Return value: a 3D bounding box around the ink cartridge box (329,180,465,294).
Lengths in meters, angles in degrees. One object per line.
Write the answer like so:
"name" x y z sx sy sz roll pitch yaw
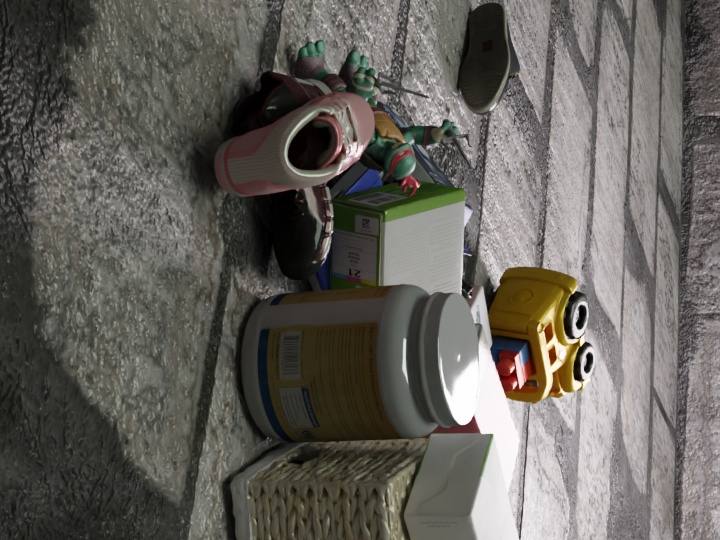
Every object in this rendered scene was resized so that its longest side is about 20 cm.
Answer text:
"ink cartridge box" 0.039 0.016 1.527 0.147 0.075 0.202 -17 114 -49

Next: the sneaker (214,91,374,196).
"sneaker" -0.031 -0.119 1.313 0.199 0.104 0.076 -27 102 -44

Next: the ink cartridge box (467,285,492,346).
"ink cartridge box" 0.117 0.070 1.869 0.200 0.044 0.178 -58 140 -57

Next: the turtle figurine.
"turtle figurine" 0.019 -0.157 1.463 0.200 0.101 0.149 48 9 36

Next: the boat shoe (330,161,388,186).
"boat shoe" 0.006 -0.104 1.585 0.070 0.066 0.201 -64 144 -52

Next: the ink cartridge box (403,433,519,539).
"ink cartridge box" 0.104 0.266 1.345 0.117 0.067 0.201 -65 146 -52

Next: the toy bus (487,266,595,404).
"toy bus" 0.244 0.125 2.088 0.192 0.135 0.201 -49 135 -43

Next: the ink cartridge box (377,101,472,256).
"ink cartridge box" 0.068 -0.108 1.641 0.201 0.039 0.099 55 14 16

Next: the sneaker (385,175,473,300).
"sneaker" 0.046 -0.035 1.674 0.201 0.090 0.066 60 13 1

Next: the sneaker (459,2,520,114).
"sneaker" 0.199 -0.285 2.089 0.106 0.074 0.201 57 34 -47

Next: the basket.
"basket" -0.009 0.270 1.364 0.198 0.159 0.202 -18 105 -69

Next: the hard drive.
"hard drive" 0.000 0.000 1.554 0.132 0.025 0.201 -47 133 -34

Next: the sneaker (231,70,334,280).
"sneaker" -0.084 -0.096 1.378 0.115 0.075 0.202 16 71 -51

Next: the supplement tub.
"supplement tub" 0.002 0.089 1.361 0.144 0.198 0.146 -4 90 -67

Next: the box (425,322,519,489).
"box" 0.099 0.172 1.693 0.109 0.127 0.201 -69 147 -45
